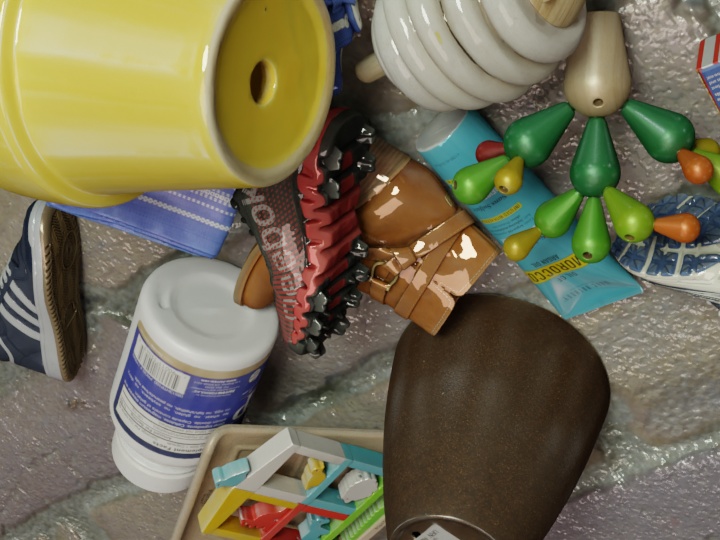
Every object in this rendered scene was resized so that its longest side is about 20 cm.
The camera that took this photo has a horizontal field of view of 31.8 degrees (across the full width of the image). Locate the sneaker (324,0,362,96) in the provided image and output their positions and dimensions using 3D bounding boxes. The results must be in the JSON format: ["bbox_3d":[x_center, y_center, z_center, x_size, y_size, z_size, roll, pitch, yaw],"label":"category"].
[{"bbox_3d":[-0.026,-0.189,0.815,0.088,0.075,0.200,56,160,22],"label":"sneaker"}]

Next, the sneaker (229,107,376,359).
[{"bbox_3d":[-0.046,-0.032,0.917,0.097,0.071,0.202,21,125,26],"label":"sneaker"}]

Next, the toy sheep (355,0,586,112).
[{"bbox_3d":[0.069,-0.169,0.815,0.199,0.138,0.138,-21,117,47],"label":"toy sheep"}]

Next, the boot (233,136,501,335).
[{"bbox_3d":[0.000,0.000,0.988,0.154,0.074,0.200,39,125,-2],"label":"boot"}]

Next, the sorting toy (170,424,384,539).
[{"bbox_3d":[-0.066,0.196,1.140,0.199,0.037,0.186,1,135,-24],"label":"sorting toy"}]

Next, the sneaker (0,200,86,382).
[{"bbox_3d":[-0.307,0.013,1.120,0.108,0.070,0.201,13,132,8],"label":"sneaker"}]

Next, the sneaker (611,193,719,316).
[{"bbox_3d":[0.260,0.009,0.873,0.199,0.077,0.085,19,151,50],"label":"sneaker"}]

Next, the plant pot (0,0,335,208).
[{"bbox_3d":[-0.127,-0.129,0.775,0.188,0.201,0.202,14,131,30],"label":"plant pot"}]

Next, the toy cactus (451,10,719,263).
[{"bbox_3d":[0.164,-0.088,0.853,0.199,0.102,0.166,1,93,21],"label":"toy cactus"}]

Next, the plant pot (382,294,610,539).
[{"bbox_3d":[0.090,0.153,0.997,0.186,0.200,0.188,10,128,13],"label":"plant pot"}]

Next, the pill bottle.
[{"bbox_3d":[-0.152,0.097,1.095,0.119,0.120,0.201,25,130,0],"label":"pill bottle"}]

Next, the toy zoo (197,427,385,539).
[{"bbox_3d":[-0.049,0.196,1.103,0.199,0.021,0.131,21,124,-38],"label":"toy zoo"}]

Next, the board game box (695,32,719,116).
[{"bbox_3d":[0.331,-0.087,0.829,0.151,0.046,0.201,-19,117,30],"label":"board game box"}]

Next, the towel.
[{"bbox_3d":[-0.138,-0.117,0.928,0.144,0.024,0.201,20,106,-12],"label":"towel"}]

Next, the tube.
[{"bbox_3d":[0.123,-0.039,0.945,0.200,0.051,0.077,45,143,-21],"label":"tube"}]
